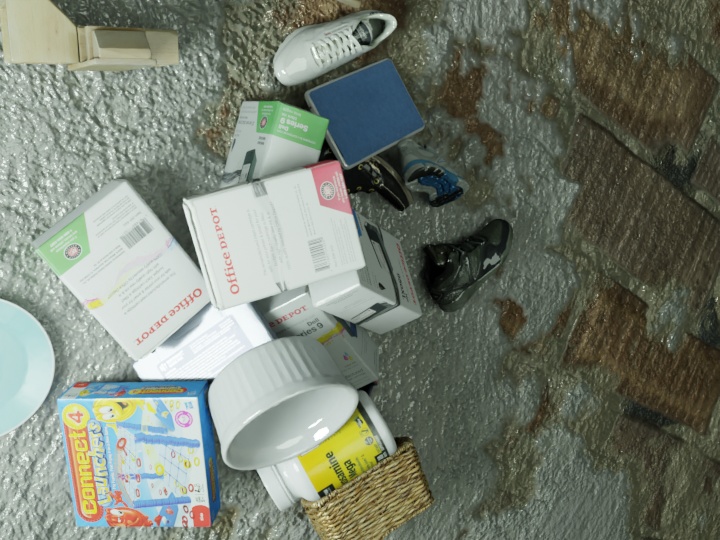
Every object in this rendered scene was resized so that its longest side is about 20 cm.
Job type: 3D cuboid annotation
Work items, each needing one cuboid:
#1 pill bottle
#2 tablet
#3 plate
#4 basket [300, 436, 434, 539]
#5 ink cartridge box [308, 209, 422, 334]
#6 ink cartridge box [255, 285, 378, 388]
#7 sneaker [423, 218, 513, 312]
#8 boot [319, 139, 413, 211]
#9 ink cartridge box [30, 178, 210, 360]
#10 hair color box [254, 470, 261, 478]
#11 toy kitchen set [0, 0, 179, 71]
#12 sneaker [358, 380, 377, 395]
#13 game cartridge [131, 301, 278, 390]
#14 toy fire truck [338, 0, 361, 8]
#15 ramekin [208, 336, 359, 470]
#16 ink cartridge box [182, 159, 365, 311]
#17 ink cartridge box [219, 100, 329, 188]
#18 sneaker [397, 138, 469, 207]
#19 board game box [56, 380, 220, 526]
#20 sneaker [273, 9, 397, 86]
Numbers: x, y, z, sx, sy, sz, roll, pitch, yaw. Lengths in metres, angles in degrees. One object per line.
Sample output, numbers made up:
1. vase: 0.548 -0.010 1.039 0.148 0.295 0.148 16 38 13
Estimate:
1. pill bottle: -0.054 0.279 1.170 0.200 0.112 0.112 -30 116 -9
2. tablet: 0.011 -0.246 1.181 0.200 0.014 0.130 -34 98 -39
3. plate: -0.505 0.128 0.993 0.200 0.026 0.200 -8 106 -30
4. basket: -0.002 0.355 1.281 0.200 0.143 0.149 -30 118 -17
5. ink cartridge box: 0.000 0.000 1.161 0.200 0.084 0.145 28 42 -56
6. ink cartridge box: -0.083 0.106 1.174 0.145 0.088 0.200 -26 118 17
7. sneaker: 0.187 -0.032 1.349 0.199 0.076 0.114 -47 127 -8
8. boot: -0.023 -0.126 1.201 0.200 0.073 0.151 43 77 -27
9. ink cartridge box: -0.318 -0.002 1.036 0.145 0.084 0.200 -42 114 -17
10. hair color box: -0.173 0.224 1.197 0.100 0.061 0.200 -39 118 -17
11. toy kitchen set: -0.319 -0.335 0.919 0.200 0.163 0.181 -7 105 -30
12. sneaker: -0.039 0.246 1.270 0.075 0.085 0.200 30 85 -33
13. game cartridge: -0.221 0.118 1.094 0.200 0.041 0.133 -34 90 6
14. toy fire truck: -0.091 -0.407 1.019 0.176 0.200 0.129 -12 107 -29
15. ramekin: -0.112 0.179 1.054 0.200 0.098 0.201 -23 148 -15
16. ink cartridge box: -0.112 -0.048 0.983 0.200 0.085 0.146 -17 102 -15
17. ink cartridge box: -0.134 -0.133 1.088 0.084 0.146 0.200 14 93 -31
18. sneaker: 0.118 -0.167 1.262 0.075 0.087 0.200 -30 158 16
19. board game box: -0.305 0.257 1.067 0.196 0.056 0.200 -2 104 5
20. sneaker: -0.039 -0.338 1.139 0.200 0.080 0.076 -35 118 -19
